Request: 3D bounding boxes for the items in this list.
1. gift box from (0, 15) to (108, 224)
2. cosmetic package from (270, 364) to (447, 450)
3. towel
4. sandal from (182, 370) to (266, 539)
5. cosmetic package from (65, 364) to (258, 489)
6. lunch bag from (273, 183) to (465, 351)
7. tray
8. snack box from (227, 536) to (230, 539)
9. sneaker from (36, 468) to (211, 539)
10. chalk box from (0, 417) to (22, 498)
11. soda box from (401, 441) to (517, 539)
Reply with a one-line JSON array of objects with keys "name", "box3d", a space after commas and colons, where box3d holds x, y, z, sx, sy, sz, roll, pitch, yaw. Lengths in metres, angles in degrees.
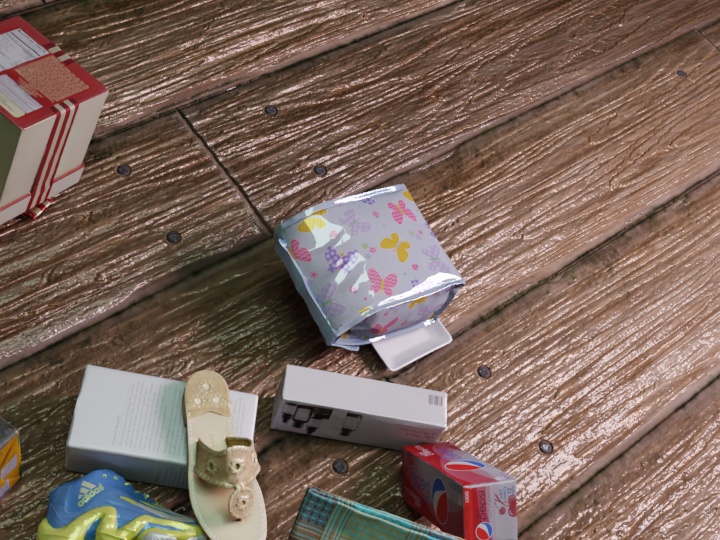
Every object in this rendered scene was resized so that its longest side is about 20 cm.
[{"name": "gift box", "box3d": [-0.452, -0.175, 1.272, 0.184, 0.187, 0.200, 41, 39, 10]}, {"name": "cosmetic package", "box3d": [-0.002, 0.169, 1.247, 0.198, 0.083, 0.051, 11, 56, -9]}, {"name": "towel", "box3d": [0.015, 0.314, 1.049, 0.198, 0.148, 0.022, 21, 9, -4]}, {"name": "sandal", "box3d": [-0.146, 0.193, 1.102, 0.077, 0.070, 0.213, -7, 59, -21]}, {"name": "cosmetic package", "box3d": [-0.222, 0.182, 1.173, 0.198, 0.071, 0.102, 12, 54, -10]}, {"name": "lunch bag", "box3d": [0.000, 0.000, 1.311, 0.199, 0.127, 0.170, -16, 64, -37]}, {"name": "tray", "box3d": [0.025, 0.039, 1.382, 0.107, 0.022, 0.201, -23, 66, -29]}, {"name": "snack box", "box3d": [-0.088, 0.398, 1.070, 0.167, 0.068, 0.201, 17, 55, -6]}, {"name": "sneaker", "box3d": [-0.244, 0.257, 1.113, 0.198, 0.076, 0.106, 1, 56, -16]}, {"name": "chalk box", "box3d": [-0.466, 0.176, 1.070, 0.199, 0.124, 0.125, 34, 54, 8]}, {"name": "soda box", "box3d": [0.105, 0.244, 1.155, 0.063, 0.200, 0.071, -3, 93, -16]}]
